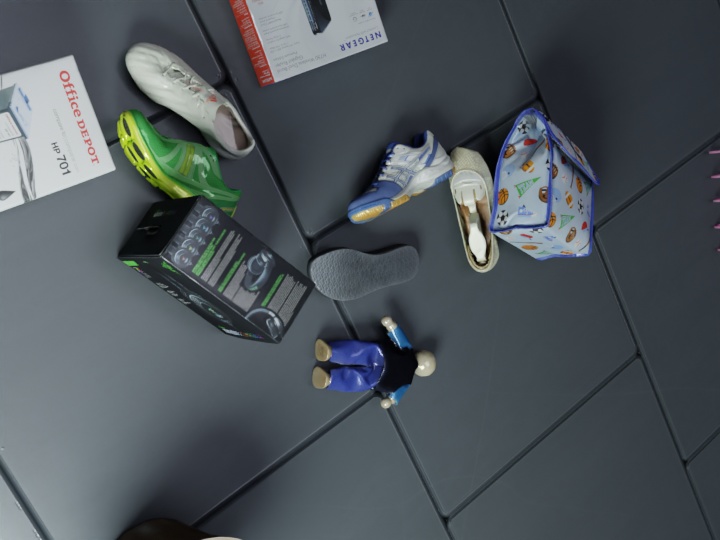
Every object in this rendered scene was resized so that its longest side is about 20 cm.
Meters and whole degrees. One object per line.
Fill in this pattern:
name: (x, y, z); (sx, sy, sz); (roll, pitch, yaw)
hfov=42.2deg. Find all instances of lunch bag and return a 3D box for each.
lunch bag: (0.295, -0.135, 1.466); (0.170, 0.123, 0.201); (26, 65, -51)

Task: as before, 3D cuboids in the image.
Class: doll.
doll: (0.029, 0.134, 1.374); (0.199, 0.048, 0.137); (5, 90, -31)

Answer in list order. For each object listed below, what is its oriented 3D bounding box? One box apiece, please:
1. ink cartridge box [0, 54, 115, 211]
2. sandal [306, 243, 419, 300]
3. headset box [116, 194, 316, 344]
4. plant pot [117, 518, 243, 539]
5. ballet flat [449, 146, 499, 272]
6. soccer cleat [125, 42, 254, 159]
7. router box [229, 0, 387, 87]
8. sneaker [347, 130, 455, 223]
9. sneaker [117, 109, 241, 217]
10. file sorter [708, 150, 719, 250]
ink cartridge box: (-0.410, -0.151, 1.084); (0.200, 0.086, 0.147); (-25, 104, -26)
sandal: (0.000, 0.001, 1.364); (0.200, 0.043, 0.076); (-4, 101, -40)
headset box: (-0.188, -0.005, 1.168); (0.200, 0.174, 0.093); (40, 71, -26)
plant pot: (-0.221, 0.400, 1.144); (0.200, 0.198, 0.201); (-1, 93, -31)
ballet flat: (0.178, -0.093, 1.440); (0.062, 0.067, 0.201); (-46, 122, -70)
soccer cleat: (-0.213, -0.221, 1.203); (0.200, 0.077, 0.069); (43, 71, -24)
router box: (-0.078, -0.373, 1.298); (0.200, 0.049, 0.180); (-27, 105, -28)
sneaker: (0.046, -0.139, 1.374); (0.200, 0.075, 0.088); (-32, 95, -33)
sneaker: (-0.232, -0.139, 1.201); (0.084, 0.074, 0.200); (-54, 124, -16)
file sorter: (0.742, -0.138, 1.745); (0.125, 0.139, 0.201); (-10, 96, -27)
